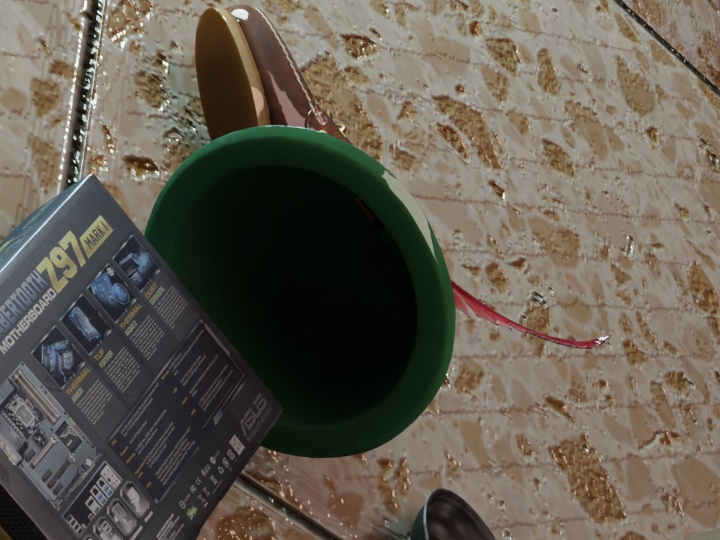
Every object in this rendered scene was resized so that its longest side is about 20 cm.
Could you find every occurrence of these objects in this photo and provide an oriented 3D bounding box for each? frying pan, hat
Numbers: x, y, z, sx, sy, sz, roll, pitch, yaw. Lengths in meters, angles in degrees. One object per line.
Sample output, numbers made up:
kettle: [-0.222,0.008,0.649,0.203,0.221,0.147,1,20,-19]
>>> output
frying pan: [0.071,0.169,1.404,0.115,0.031,0.190,62,18,1]
hat: [0.000,0.000,1.332,0.200,0.165,0.176,65,25,-8]

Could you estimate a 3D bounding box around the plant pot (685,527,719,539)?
plant pot: [0.216,0.272,1.396,0.200,0.200,0.175,52,49,-12]

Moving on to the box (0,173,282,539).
box: [-0.133,0.066,1.180,0.158,0.051,0.200,52,33,-13]

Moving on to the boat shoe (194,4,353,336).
boat shoe: [-0.036,-0.055,1.391,0.070,0.070,0.200,-13,81,-26]
